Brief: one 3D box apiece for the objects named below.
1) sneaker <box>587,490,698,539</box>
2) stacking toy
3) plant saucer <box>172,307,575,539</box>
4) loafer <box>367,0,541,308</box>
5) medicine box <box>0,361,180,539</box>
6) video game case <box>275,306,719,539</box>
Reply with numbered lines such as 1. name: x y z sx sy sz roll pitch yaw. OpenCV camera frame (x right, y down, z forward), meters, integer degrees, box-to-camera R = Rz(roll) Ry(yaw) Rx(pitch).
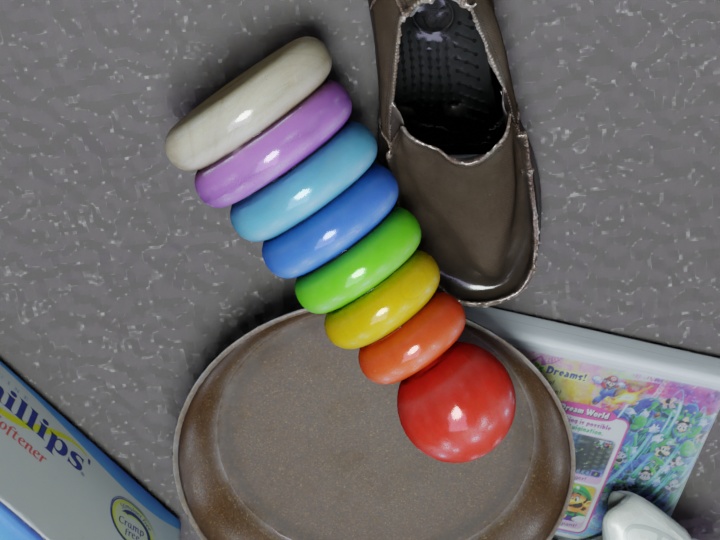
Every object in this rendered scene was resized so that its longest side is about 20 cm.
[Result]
1. sneaker: 0.099 0.189 1.045 0.081 0.075 0.200 42 113 -9
2. stacking toy: 0.000 0.000 0.894 0.085 0.085 0.201 -31 100 19
3. plant saucer: 0.007 0.090 0.994 0.198 0.032 0.202 0 123 1
4. loafer: 0.038 -0.059 0.895 0.072 0.071 0.201 -12 124 8
5. medicine box: -0.224 0.153 1.018 0.199 0.103 0.182 -34 118 21
6. video game case: 0.068 0.101 1.035 0.198 0.024 0.183 13 123 -8
